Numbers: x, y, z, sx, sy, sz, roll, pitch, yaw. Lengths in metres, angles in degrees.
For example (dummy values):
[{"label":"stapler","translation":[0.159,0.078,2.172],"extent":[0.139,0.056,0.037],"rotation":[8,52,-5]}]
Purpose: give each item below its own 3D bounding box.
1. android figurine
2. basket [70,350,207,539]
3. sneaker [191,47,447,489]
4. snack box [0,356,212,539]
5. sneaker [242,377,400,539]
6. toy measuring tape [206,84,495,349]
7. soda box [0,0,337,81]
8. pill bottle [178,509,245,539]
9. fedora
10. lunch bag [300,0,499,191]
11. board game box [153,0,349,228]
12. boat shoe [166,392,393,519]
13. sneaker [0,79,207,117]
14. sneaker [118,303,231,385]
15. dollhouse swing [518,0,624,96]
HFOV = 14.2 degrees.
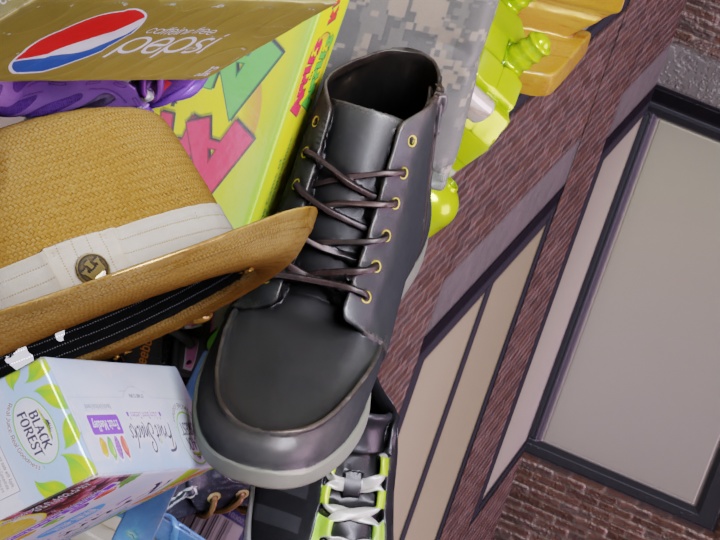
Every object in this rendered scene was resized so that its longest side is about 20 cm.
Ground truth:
[{"label":"android figurine","translation":[0.012,-0.078,1.466],"extent":[0.200,0.041,0.182],"rotation":[-36,-144,21]},{"label":"basket","translation":[-0.121,0.150,1.336],"extent":[0.176,0.139,0.200],"rotation":[-63,178,-52]},{"label":"sneaker","translation":[-0.018,-0.006,1.193],"extent":[0.200,0.075,0.106],"rotation":[-68,169,-49]},{"label":"snack box","translation":[-0.146,0.086,1.120],"extent":[0.142,0.053,0.200],"rotation":[-25,173,7]},{"label":"sneaker","translation":[-0.017,0.100,1.399],"extent":[0.083,0.072,0.200],"rotation":[122,-35,-48]},{"label":"toy measuring tape","translation":[0.000,0.000,1.364],"extent":[0.200,0.074,0.074],"rotation":[-47,172,8]},{"label":"soda box","translation":[-0.090,-0.107,0.996],"extent":[0.068,0.064,0.200],"rotation":[-27,172,26]},{"label":"pill bottle","translation":[-0.066,0.102,1.590],"extent":[0.111,0.111,0.200],"rotation":[89,26,-65]},{"label":"fedora","translation":[-0.117,-0.008,1.074],"extent":[0.200,0.082,0.201],"rotation":[-23,174,-3]},{"label":"lunch bag","translation":[-0.003,-0.161,1.333],"extent":[0.200,0.117,0.164],"rotation":[-103,-155,-57]},{"label":"board game box","translation":[-0.060,-0.113,1.204],"extent":[0.048,0.101,0.200],"rotation":[-35,146,-71]},{"label":"boat shoe","translation":[-0.071,0.104,1.488],"extent":[0.200,0.091,0.071],"rotation":[-45,-168,-18]},{"label":"sneaker","translation":[-0.104,-0.090,1.089],"extent":[0.200,0.083,0.081],"rotation":[-26,137,-73]},{"label":"sneaker","translation":[-0.084,0.009,1.405],"extent":[0.086,0.080,0.200],"rotation":[-60,166,-27]},{"label":"dollhouse swing","translation":[0.080,-0.178,1.626],"extent":[0.176,0.181,0.200],"rotation":[-88,-168,-56]}]
